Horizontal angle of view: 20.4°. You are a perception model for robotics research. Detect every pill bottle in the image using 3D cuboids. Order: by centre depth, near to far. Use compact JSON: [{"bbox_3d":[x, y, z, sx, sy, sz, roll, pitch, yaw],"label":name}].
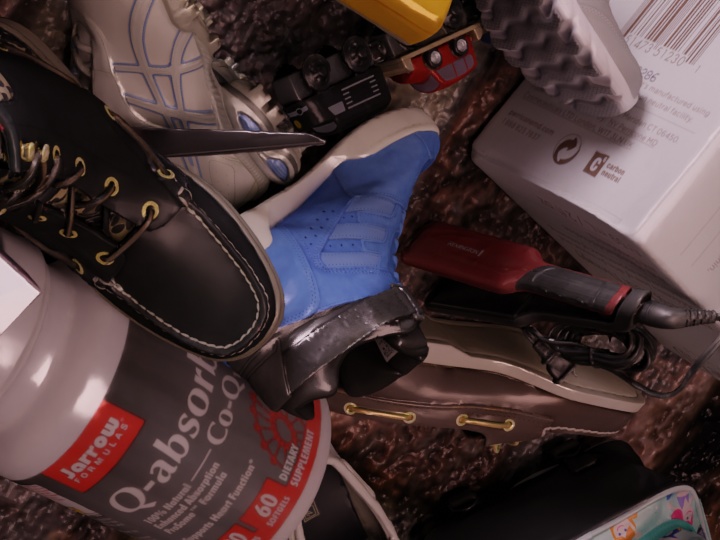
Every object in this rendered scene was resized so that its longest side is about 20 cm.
[{"bbox_3d":[-0.121,0.063,0.986,0.199,0.116,0.116,30,93,-32],"label":"pill bottle"}]

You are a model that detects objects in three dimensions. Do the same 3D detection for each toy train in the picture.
[{"bbox_3d":[0.037,-0.114,1.021,0.200,0.034,0.046,-29,101,-37],"label":"toy train"}]

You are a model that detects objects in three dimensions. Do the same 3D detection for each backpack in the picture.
[{"bbox_3d":[0.140,0.225,1.183,0.177,0.150,0.201,-25,124,-19],"label":"backpack"}]

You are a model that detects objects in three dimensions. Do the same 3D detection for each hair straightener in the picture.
[{"bbox_3d":[0.111,0.024,1.054,0.041,0.199,0.077,-49,130,-30],"label":"hair straightener"}]

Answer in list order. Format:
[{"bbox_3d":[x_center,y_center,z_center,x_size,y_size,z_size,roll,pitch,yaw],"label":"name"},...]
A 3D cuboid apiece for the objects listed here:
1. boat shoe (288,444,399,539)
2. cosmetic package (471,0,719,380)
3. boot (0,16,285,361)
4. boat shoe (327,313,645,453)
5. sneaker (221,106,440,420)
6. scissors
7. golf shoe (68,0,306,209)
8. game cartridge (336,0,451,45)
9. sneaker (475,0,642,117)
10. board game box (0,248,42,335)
[{"bbox_3d":[-0.004,0.168,1.122,0.072,0.066,0.201,-29,121,-17],"label":"boat shoe"},{"bbox_3d":[0.206,-0.049,1.091,0.200,0.167,0.167,41,86,-33],"label":"cosmetic package"},{"bbox_3d":[-0.127,-0.030,0.855,0.204,0.154,0.074,44,100,3],"label":"boot"},{"bbox_3d":[0.067,0.066,1.121,0.199,0.072,0.060,13,109,-28],"label":"boat shoe"},{"bbox_3d":[-0.001,0.001,0.999,0.200,0.111,0.077,-37,172,-46],"label":"sneaker"},{"bbox_3d":[-0.119,-0.054,0.940,0.199,0.014,0.074,14,101,3],"label":"scissors"},{"bbox_3d":[-0.111,-0.094,0.958,0.097,0.078,0.200,-38,122,-3],"label":"golf shoe"},{"bbox_3d":[-0.022,-0.224,0.889,0.199,0.032,0.177,30,65,-25],"label":"game cartridge"},{"bbox_3d":[0.092,-0.169,0.994,0.082,0.075,0.201,-38,107,-23],"label":"sneaker"},{"bbox_3d":[-0.274,0.013,0.838,0.199,0.043,0.200,-46,111,-3],"label":"board game box"}]
